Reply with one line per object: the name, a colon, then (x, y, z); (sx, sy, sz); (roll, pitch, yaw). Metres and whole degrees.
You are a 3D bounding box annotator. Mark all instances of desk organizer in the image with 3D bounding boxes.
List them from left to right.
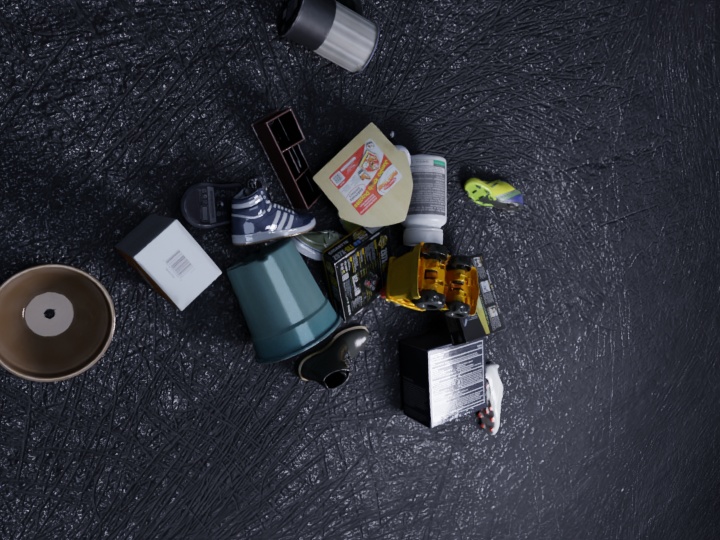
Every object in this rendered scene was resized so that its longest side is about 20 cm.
desk organizer: (-0.144, -0.231, 1.234); (0.071, 0.077, 0.202); (-35, 114, -22)

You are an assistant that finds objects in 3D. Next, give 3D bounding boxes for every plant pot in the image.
plant pot: (-0.540, 0.084, 1.024); (0.198, 0.092, 0.205); (-5, 99, -30)
plant pot: (-0.167, 0.054, 1.204); (0.199, 0.199, 0.198); (-31, 105, -24)

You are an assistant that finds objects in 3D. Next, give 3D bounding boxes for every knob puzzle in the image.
knob puzzle: (0.025, -0.182, 1.262); (0.216, 0.030, 0.224); (-1, 94, -9)

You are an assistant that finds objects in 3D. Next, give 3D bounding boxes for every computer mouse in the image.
computer mouse: (-0.280, -0.127, 1.185); (0.198, 0.052, 0.141); (-4, 97, -44)

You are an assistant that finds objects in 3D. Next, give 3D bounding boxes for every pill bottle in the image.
pill bottle: (0.148, -0.163, 1.388); (0.112, 0.113, 0.204); (2, 86, -32)

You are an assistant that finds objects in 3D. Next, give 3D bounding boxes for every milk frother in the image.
milk frother: (-0.038, -0.530, 1.186); (0.186, 0.199, 0.184); (16, 85, -32)

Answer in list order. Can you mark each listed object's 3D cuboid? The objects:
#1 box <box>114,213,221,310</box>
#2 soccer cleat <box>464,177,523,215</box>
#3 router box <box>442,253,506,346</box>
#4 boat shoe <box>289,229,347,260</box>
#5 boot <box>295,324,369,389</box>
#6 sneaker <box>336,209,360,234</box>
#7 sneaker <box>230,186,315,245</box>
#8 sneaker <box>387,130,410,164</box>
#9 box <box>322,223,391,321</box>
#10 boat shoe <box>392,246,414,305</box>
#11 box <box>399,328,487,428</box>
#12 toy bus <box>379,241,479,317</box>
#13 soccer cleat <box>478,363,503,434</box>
box: (-0.352, -0.021, 1.062); (0.098, 0.199, 0.125); (-45, 116, -18)
soccer cleat: (0.353, -0.212, 1.567); (0.198, 0.065, 0.085); (16, 59, -28)
router box: (0.266, 0.068, 1.445); (0.156, 0.052, 0.203); (-10, 82, -38)
boat shoe: (-0.071, -0.061, 1.297); (0.198, 0.072, 0.063); (11, 116, -46)
boot: (-0.033, 0.203, 1.330); (0.199, 0.138, 0.078); (-33, 112, -25)
sneaker: (-0.004, -0.169, 1.322); (0.077, 0.090, 0.204); (-15, 106, -30)
sneaker: (-0.178, -0.123, 1.200); (0.198, 0.070, 0.110); (-17, 107, -39)
sneaker: (0.063, -0.221, 1.365); (0.074, 0.115, 0.202); (4, 131, -14)
box: (0.000, 0.000, 1.324); (0.159, 0.049, 0.202); (-37, 143, -23)
boat shoe: (0.133, -0.004, 1.450); (0.199, 0.074, 0.094); (-40, 109, -29)
box: (0.214, 0.264, 1.501); (0.197, 0.123, 0.202); (-10, 102, -32)
toy bus: (0.145, 0.038, 1.334); (0.198, 0.191, 0.138); (20, 65, -35)
soccer cleat: (0.372, 0.361, 1.649); (0.077, 0.069, 0.204); (-13, 101, -32)
